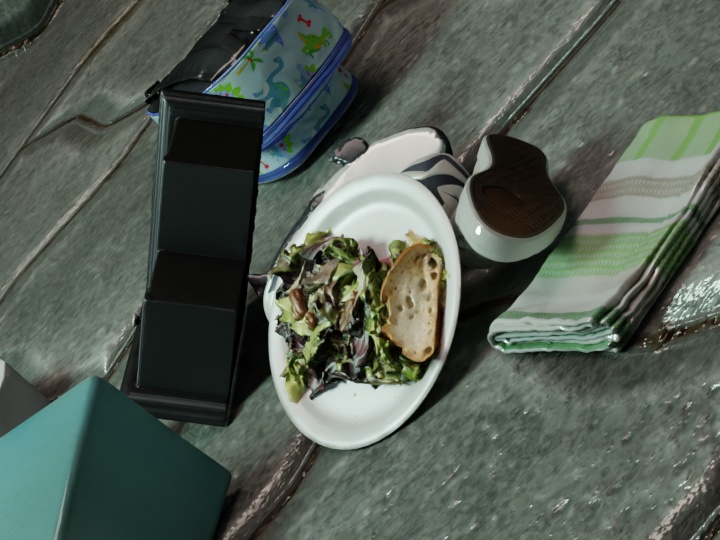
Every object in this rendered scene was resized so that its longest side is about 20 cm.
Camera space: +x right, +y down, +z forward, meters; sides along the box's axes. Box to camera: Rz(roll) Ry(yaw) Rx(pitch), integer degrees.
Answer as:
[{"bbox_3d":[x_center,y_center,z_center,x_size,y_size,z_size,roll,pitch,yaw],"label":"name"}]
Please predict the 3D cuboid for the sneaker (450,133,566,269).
[{"bbox_3d":[0.098,-0.027,1.501,0.200,0.072,0.085,-67,-3,-71],"label":"sneaker"}]

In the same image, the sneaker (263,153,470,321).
[{"bbox_3d":[0.000,0.000,1.630,0.198,0.080,0.130,-29,15,17],"label":"sneaker"}]

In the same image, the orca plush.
[{"bbox_3d":[0.005,-0.034,1.758,0.105,0.071,0.201,37,95,26],"label":"orca plush"}]

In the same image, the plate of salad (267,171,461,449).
[{"bbox_3d":[-0.007,0.026,1.531,0.199,0.048,0.202,-17,67,44],"label":"plate of salad"}]

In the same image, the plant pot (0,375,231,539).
[{"bbox_3d":[-0.203,0.215,1.555,0.141,0.141,0.201,-33,31,33],"label":"plant pot"}]

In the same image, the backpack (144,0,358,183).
[{"bbox_3d":[-0.091,-0.180,2.067,0.183,0.147,0.200,-51,15,-13],"label":"backpack"}]

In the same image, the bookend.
[{"bbox_3d":[-0.138,-0.012,1.768,0.200,0.091,0.200,-85,2,-60],"label":"bookend"}]

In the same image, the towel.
[{"bbox_3d":[0.173,-0.030,1.410,0.200,0.031,0.149,-54,21,-19],"label":"towel"}]

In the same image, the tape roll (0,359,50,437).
[{"bbox_3d":[-0.392,0.183,2.109,0.200,0.066,0.201,-41,20,18],"label":"tape roll"}]
